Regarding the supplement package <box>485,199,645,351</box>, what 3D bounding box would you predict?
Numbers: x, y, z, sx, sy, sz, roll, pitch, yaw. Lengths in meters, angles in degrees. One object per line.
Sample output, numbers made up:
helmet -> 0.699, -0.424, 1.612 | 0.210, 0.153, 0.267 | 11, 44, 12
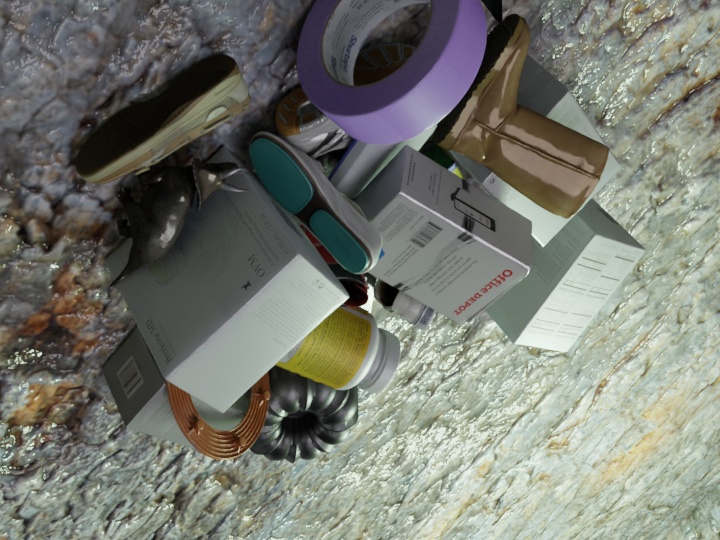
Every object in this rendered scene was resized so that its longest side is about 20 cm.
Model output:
supplement package -> 0.284, -0.009, 1.507 | 0.149, 0.152, 0.202 | 11, 121, -45

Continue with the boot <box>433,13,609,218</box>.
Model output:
boot -> 0.202, -0.172, 1.146 | 0.197, 0.067, 0.176 | 23, 118, -21

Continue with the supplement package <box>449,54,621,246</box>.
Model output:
supplement package -> 0.209, -0.166, 1.305 | 0.152, 0.151, 0.199 | -45, 141, 8

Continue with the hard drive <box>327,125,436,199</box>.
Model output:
hard drive -> 0.038, -0.156, 1.199 | 0.131, 0.026, 0.200 | -25, 164, -38

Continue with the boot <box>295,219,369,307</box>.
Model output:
boot -> 0.000, 0.000, 1.306 | 0.197, 0.145, 0.073 | 4, 125, -43

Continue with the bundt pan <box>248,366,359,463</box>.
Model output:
bundt pan -> -0.091, 0.201, 1.438 | 0.197, 0.077, 0.205 | -6, 133, -7

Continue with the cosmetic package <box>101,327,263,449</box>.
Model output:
cosmetic package -> -0.229, 0.163, 1.313 | 0.090, 0.107, 0.199 | -46, 143, 13

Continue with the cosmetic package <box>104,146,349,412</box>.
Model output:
cosmetic package -> -0.156, 0.009, 1.142 | 0.200, 0.200, 0.123 | -43, 142, 6

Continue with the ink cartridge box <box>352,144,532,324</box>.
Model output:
ink cartridge box -> 0.093, -0.039, 1.236 | 0.198, 0.085, 0.146 | 28, 137, -20

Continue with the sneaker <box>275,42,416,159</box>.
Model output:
sneaker -> -0.004, -0.194, 1.178 | 0.197, 0.076, 0.088 | -24, 147, -4

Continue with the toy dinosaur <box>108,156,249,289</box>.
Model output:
toy dinosaur -> -0.221, -0.062, 1.090 | 0.201, 0.102, 0.077 | -51, 140, -2

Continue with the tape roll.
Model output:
tape roll -> 0.030, -0.237, 1.048 | 0.200, 0.201, 0.065 | -45, 141, 9

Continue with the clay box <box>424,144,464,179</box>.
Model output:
clay box -> 0.103, -0.075, 1.385 | 0.114, 0.048, 0.200 | -39, 146, 1

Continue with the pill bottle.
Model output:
pill bottle -> -0.048, 0.088, 1.320 | 0.198, 0.113, 0.113 | 25, 112, -26

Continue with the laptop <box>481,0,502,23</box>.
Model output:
laptop -> 0.150, -0.404, 1.058 | 0.102, 0.204, 0.177 | -12, 153, 30

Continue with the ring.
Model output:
ring -> -0.174, 0.137, 1.279 | 0.019, 0.205, 0.199 | -13, 154, 31

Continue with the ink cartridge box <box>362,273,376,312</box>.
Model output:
ink cartridge box -> -0.071, 0.095, 1.425 | 0.171, 0.044, 0.203 | -17, 137, -28

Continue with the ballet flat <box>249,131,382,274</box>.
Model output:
ballet flat -> -0.048, -0.083, 1.158 | 0.069, 0.200, 0.069 | -42, -177, 2

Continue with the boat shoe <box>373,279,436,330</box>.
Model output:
boat shoe -> 0.052, 0.028, 1.377 | 0.069, 0.200, 0.072 | 26, 98, -11

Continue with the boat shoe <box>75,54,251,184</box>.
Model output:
boat shoe -> -0.204, -0.146, 1.056 | 0.200, 0.073, 0.064 | -39, 138, -12
